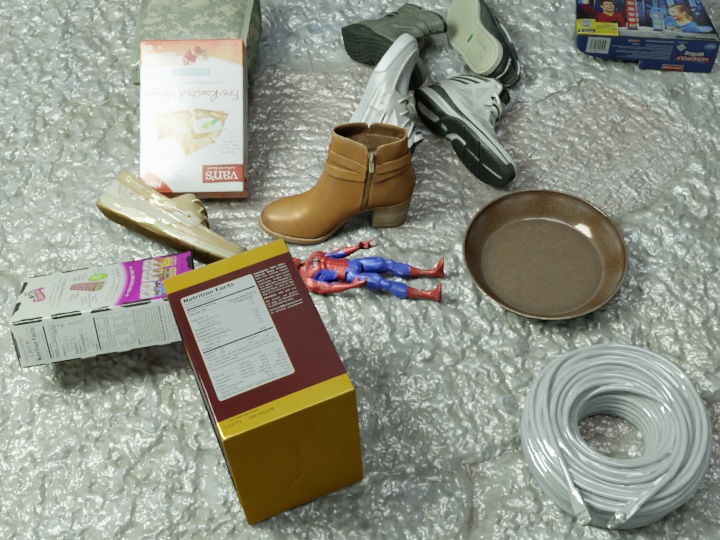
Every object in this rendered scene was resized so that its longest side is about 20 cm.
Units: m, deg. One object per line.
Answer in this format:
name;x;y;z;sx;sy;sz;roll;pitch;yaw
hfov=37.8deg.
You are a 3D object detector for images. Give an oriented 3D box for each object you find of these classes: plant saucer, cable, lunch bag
plant saucer;0.223;-0.014;1.283;0.200;0.037;0.201;0;53;0
cable;0.271;0.174;1.121;0.200;0.069;0.200;-20;55;-14
lunch bag;-0.226;-0.318;1.471;0.163;0.118;0.200;2;48;1

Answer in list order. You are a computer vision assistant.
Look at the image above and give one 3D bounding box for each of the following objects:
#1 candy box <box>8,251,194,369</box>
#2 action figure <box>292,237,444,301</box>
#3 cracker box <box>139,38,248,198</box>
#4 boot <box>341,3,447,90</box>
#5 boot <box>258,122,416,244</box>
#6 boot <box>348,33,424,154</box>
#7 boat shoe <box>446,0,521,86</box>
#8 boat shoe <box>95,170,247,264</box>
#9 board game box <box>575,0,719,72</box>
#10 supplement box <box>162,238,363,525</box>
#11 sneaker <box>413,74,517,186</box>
candy box;-0.286;0.042;1.202;0.199;0.061;0.136;-8;22;-5
action figure;0.000;0.000;1.272;0.199;0.052;0.066;3;57;7
cracker box;-0.214;-0.194;1.357;0.134;0.058;0.201;-1;86;0
boot;0.070;-0.327;1.478;0.130;0.068;0.200;-27;39;-17
boot;-0.032;-0.113;1.287;0.199;0.155;0.074;-10;54;-6
boot;0.047;-0.198;1.361;0.095;0.074;0.200;32;103;15
boat shoe;0.176;-0.337;1.520;0.067;0.072;0.200;17;37;-32
boat shoe;-0.222;-0.065;1.287;0.200;0.074;0.069;25;75;2
board game box;0.411;-0.384;1.541;0.199;0.062;0.200;5;52;5
supplement box;-0.098;0.116;1.091;0.132;0.197;0.200;-20;55;-11
sneaker;0.169;-0.201;1.399;0.115;0.076;0.201;-28;55;-16
